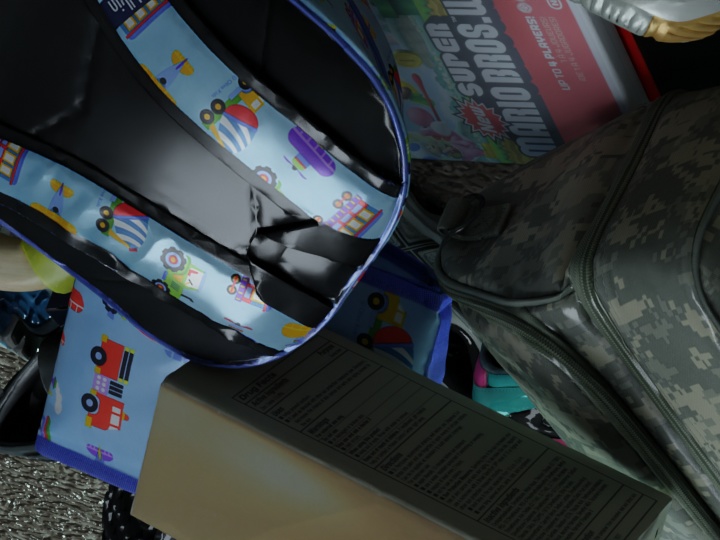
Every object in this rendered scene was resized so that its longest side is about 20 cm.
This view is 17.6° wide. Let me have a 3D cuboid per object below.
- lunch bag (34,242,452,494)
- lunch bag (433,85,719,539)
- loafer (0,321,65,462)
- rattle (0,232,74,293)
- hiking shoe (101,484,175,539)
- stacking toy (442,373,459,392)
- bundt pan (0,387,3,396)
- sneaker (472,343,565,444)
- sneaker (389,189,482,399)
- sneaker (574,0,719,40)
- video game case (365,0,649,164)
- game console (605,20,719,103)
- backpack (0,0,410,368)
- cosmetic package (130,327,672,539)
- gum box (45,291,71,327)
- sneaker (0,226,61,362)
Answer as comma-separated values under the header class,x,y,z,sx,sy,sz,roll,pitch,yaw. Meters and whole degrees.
class,x,y,z,sx,sy,sz,roll,pitch,yaw
lunch bag,-0.037,0.048,1.076,0.199,0.152,0.094,25,-160,29
lunch bag,0.143,0.032,0.998,0.167,0.140,0.200,-10,130,45
loafer,-0.135,0.053,1.232,0.070,0.069,0.200,-11,162,-40
rattle,-0.183,-0.077,1.191,0.199,0.143,0.131,25,119,18
hiking shoe,-0.061,0.113,1.220,0.100,0.076,0.200,16,135,-31
stacking toy,0.102,0.113,1.240,0.200,0.147,0.146,41,142,-25
bundt pan,-0.286,0.015,1.256,0.202,0.076,0.202,43,163,17
sneaker,0.140,0.036,1.129,0.198,0.084,0.122,-21,121,-4
sneaker,0.000,0.000,1.161,0.199,0.088,0.076,25,150,-9
sneaker,0.063,-0.166,0.883,0.199,0.076,0.088,27,112,14
video game case,0.025,-0.097,1.031,0.198,0.018,0.143,5,147,32
game console,0.146,-0.069,1.038,0.176,0.031,0.200,5,146,32
backpack,-0.066,-0.071,0.950,0.199,0.135,0.183,38,118,4
cosmetic package,0.016,0.098,0.963,0.199,0.105,0.072,26,118,19
gum box,-0.056,0.059,1.324,0.169,0.045,0.200,-3,144,31
sneaker,-0.235,-0.015,1.277,0.086,0.075,0.201,9,148,25
